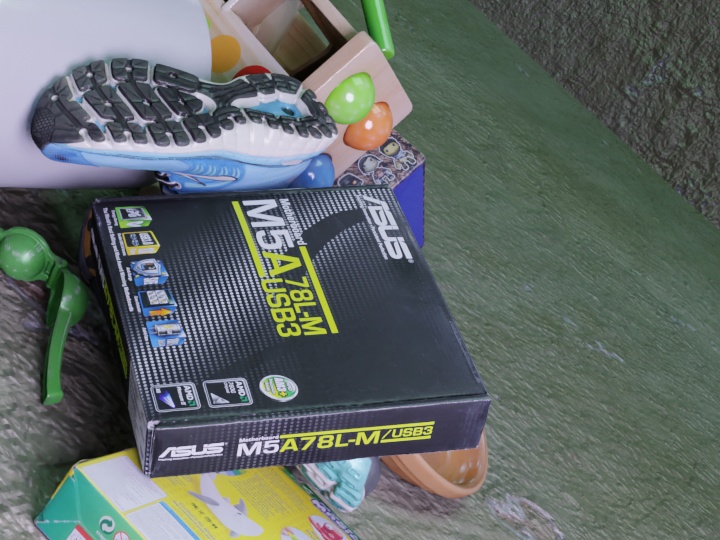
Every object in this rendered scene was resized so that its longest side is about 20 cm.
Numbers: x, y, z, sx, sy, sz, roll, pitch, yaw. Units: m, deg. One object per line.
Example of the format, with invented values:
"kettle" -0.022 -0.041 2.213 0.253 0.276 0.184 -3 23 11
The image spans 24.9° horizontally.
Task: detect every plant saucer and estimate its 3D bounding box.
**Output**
"plant saucer" 0.029 0.078 1.203 0.200 0.037 0.201 52 22 -30

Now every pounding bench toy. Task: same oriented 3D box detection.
"pounding bench toy" -0.030 -0.160 1.147 0.156 0.200 0.124 49 1 22

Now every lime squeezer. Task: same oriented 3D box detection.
"lime squeezer" -0.213 0.007 1.006 0.070 0.038 0.200 -21 57 -32

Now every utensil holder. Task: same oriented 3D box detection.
"utensil holder" -0.217 -0.134 1.032 0.199 0.170 0.170 0 41 -44

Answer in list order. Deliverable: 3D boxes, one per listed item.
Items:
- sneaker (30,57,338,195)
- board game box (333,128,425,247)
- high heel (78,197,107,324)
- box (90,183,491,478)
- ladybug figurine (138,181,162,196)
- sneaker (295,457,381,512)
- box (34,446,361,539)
"sneaker" -0.109 -0.069 1.001 0.199 0.090 0.079 2 44 -36
"board game box" -0.051 -0.085 1.296 0.200 0.097 0.160 43 -16 18
"high heel" -0.082 0.004 1.062 0.199 0.071 0.143 -13 73 -38
"box" -0.047 0.028 0.942 0.192 0.048 0.200 -5 41 -16
"ladybug figurine" -0.094 -0.013 1.159 0.135 0.072 0.200 20 -3 21
"sneaker" -0.010 0.086 1.011 0.078 0.091 0.200 49 -4 -10
"box" -0.078 0.144 0.906 0.117 0.048 0.200 44 20 16
